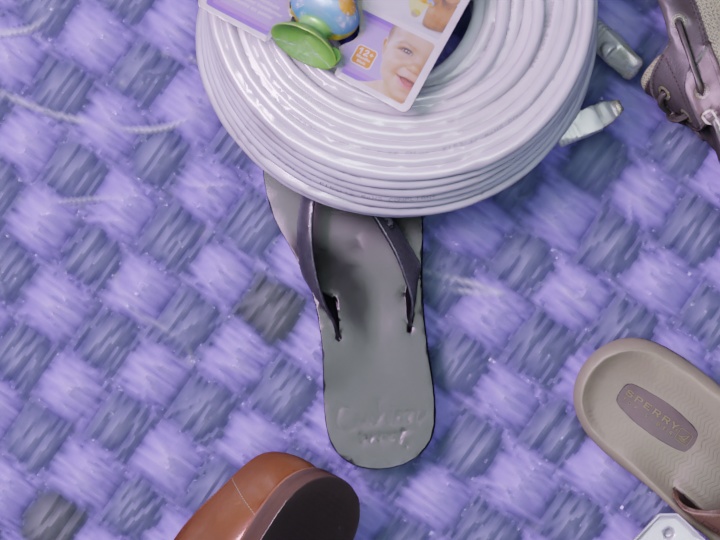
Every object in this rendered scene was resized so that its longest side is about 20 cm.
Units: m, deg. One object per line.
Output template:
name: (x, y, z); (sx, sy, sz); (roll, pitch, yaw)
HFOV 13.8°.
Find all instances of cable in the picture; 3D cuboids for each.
cable: (0.019, -0.124, 1.475); (0.200, 0.069, 0.200); (-33, 79, -11)

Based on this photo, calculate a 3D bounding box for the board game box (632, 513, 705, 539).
board game box: (0.153, 0.257, 1.474); (0.200, 0.026, 0.200); (45, 88, -1)

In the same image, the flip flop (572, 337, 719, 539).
flip flop: (0.194, 0.102, 1.475); (0.200, 0.058, 0.081); (35, 90, 5)

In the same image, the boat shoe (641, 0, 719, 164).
boat shoe: (0.173, -0.101, 1.484); (0.066, 0.072, 0.201); (-12, 81, 9)

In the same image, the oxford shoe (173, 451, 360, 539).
oxford shoe: (-0.085, 0.175, 1.481); (0.200, 0.071, 0.071); (-49, 129, -11)

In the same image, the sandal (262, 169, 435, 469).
sandal: (0.001, 0.000, 1.502); (0.076, 0.043, 0.200); (-14, 86, 4)

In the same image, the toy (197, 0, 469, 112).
toy: (0.018, -0.188, 1.433); (0.115, 0.047, 0.200); (27, 74, 4)
